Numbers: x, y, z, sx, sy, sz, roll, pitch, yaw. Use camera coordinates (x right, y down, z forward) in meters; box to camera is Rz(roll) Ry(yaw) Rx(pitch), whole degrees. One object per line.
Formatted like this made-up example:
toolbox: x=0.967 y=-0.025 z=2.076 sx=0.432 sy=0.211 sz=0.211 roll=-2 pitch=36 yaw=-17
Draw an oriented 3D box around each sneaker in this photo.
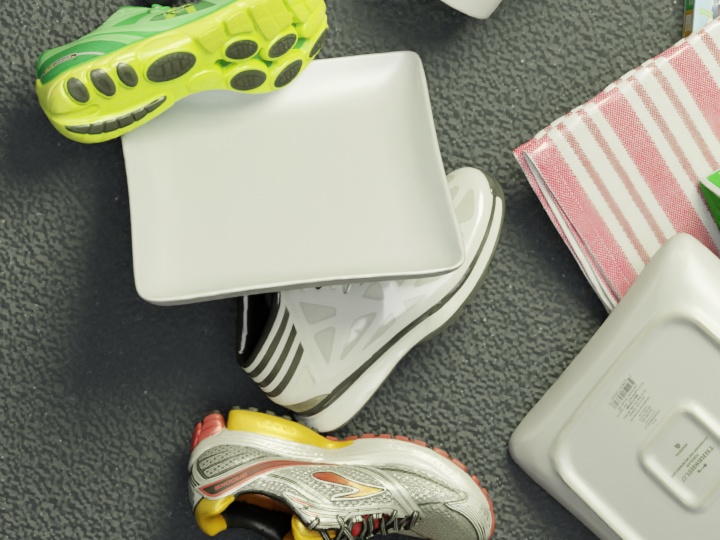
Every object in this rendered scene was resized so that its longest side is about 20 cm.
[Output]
sneaker: x=-0.014 y=0.151 z=1.548 sx=0.198 sy=0.078 sz=0.083 roll=9 pitch=52 yaw=-2
sneaker: x=-0.113 y=-0.145 z=1.535 sx=0.199 sy=0.084 sz=0.074 roll=-18 pitch=132 yaw=-22
sneaker: x=0.000 y=0.000 z=1.532 sx=0.201 sy=0.076 sz=0.115 roll=-51 pitch=131 yaw=0

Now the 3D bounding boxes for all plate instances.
plate: x=0.210 y=0.113 z=1.530 sx=0.200 sy=0.032 sz=0.200 roll=43 pitch=117 yaw=14
plate: x=-0.046 y=-0.053 z=1.517 sx=0.198 sy=0.201 sz=0.032 roll=-6 pitch=136 yaw=-5

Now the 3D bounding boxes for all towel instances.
towel: x=0.212 y=-0.075 z=1.566 sx=0.199 sy=0.030 sz=0.147 roll=-34 pitch=114 yaw=0

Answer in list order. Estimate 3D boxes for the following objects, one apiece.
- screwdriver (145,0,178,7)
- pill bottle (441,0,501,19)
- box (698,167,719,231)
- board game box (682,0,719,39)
screwdriver: x=-0.067 y=-0.212 z=1.503 sx=0.199 sy=0.029 sz=0.028 roll=-29 pitch=100 yaw=38
pill bottle: x=0.101 y=-0.263 z=1.516 sx=0.119 sy=0.120 sz=0.200 roll=35 pitch=108 yaw=-6
box: x=0.339 y=-0.005 z=1.554 sx=0.176 sy=0.097 sz=0.201 roll=-27 pitch=111 yaw=-3
board game box: x=0.311 y=-0.176 z=1.595 sx=0.198 sy=0.034 sz=0.136 roll=3 pitch=92 yaw=-5
